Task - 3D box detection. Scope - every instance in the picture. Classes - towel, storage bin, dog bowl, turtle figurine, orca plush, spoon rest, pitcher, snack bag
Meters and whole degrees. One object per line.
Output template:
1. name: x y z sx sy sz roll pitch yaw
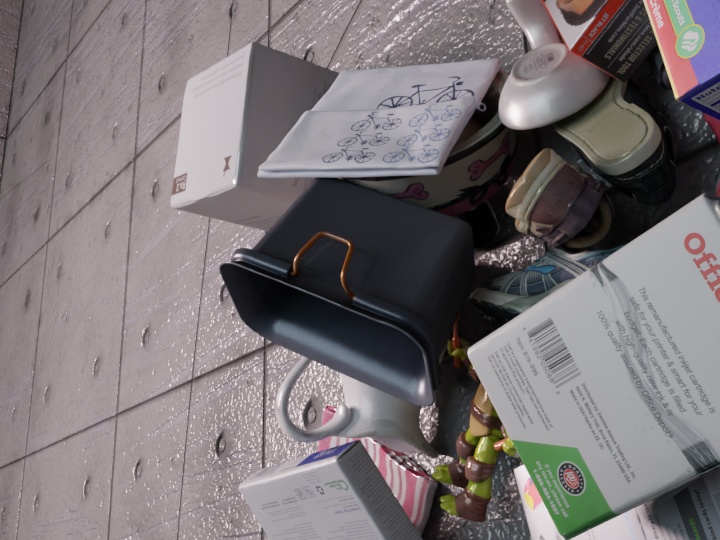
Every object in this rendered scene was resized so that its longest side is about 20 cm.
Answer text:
1. towel: -0.003 0.245 0.964 0.200 0.030 0.147 28 103 55
2. storage bin: 0.000 0.000 0.788 0.200 0.146 0.134 20 60 23
3. dog bowl: 0.061 -0.119 0.878 0.200 0.200 0.074 41 157 52
4. turtle figurine: 0.110 0.125 0.803 0.200 0.064 0.162 -123 45 -61
5. orca plush: 0.065 -0.090 0.943 0.105 0.071 0.200 -53 41 30
6. spoon rest: 0.166 -0.184 0.809 0.099 0.061 0.200 -22 37 22
7. pitcher: 0.006 0.073 0.885 0.121 0.171 0.201 -10 72 59
8. snack bag: 0.024 -0.147 0.852 0.188 0.021 0.200 2 40 30

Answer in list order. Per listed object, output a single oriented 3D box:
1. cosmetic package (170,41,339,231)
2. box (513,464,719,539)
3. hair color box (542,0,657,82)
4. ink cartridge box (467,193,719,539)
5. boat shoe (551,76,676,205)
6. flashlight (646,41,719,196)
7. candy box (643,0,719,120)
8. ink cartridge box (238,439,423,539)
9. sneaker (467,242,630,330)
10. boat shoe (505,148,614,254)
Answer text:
1. cosmetic package: -0.090 -0.140 1.067 0.165 0.200 0.165 -9 71 53
2. box: 0.211 0.181 0.671 0.200 0.041 0.156 -42 46 38
3. hair color box: 0.204 -0.253 0.764 0.102 0.061 0.200 -53 25 30
4. ink cartridge box: 0.193 0.065 0.598 0.200 0.083 0.147 -37 68 32
5. boat shoe: 0.211 -0.112 0.744 0.074 0.066 0.199 -40 22 13
6. flashlight: 0.266 -0.110 0.674 0.068 0.068 0.200 80 177 -52
7. candy box: 0.263 -0.162 0.571 0.077 0.200 0.169 -35 52 44
8. ink cartridge box: -0.012 0.270 0.880 0.196 0.043 0.200 -29 94 51
9. sneaker: 0.171 0.020 0.772 0.086 0.078 0.200 -53 20 -19
10. boat shoe: 0.163 -0.045 0.711 0.065 0.200 0.072 41 99 17
